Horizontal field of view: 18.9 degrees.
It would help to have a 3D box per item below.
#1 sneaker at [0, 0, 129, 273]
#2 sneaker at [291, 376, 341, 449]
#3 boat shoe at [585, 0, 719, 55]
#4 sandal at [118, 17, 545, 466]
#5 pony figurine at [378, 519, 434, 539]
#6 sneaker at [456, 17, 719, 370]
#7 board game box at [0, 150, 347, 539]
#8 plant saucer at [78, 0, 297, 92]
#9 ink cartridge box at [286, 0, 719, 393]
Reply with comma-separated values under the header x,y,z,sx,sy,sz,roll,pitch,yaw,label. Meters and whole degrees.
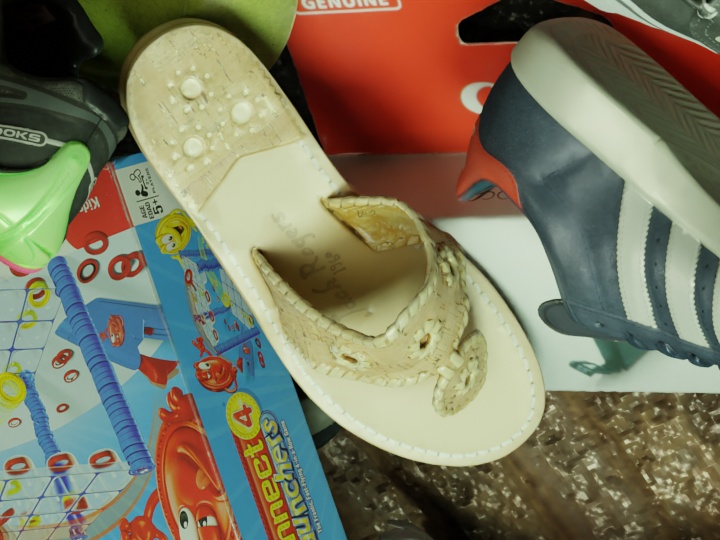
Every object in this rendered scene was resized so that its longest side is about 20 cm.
x,y,z,sx,sy,sz,roll,pitch,yaw,label
-0.135,-0.072,0.785,0.084,0.200,0.077,-45,134,1,sneaker
-0.074,0.078,0.907,0.198,0.076,0.115,-7,120,34,sneaker
0.129,-0.090,0.666,0.199,0.069,0.056,26,176,-40,boat shoe
-0.004,0.004,0.753,0.078,0.070,0.212,-42,110,0,sandal
0.101,0.189,0.880,0.199,0.167,0.194,-23,117,14,pony figurine
0.113,0.008,0.722,0.200,0.075,0.085,47,121,18,sneaker
-0.110,0.072,0.836,0.199,0.056,0.197,-20,89,40,board game box
-0.108,-0.140,0.782,0.199,0.031,0.201,28,142,24,plant saucer
0.072,-0.030,0.791,0.198,0.044,0.174,0,135,21,ink cartridge box
